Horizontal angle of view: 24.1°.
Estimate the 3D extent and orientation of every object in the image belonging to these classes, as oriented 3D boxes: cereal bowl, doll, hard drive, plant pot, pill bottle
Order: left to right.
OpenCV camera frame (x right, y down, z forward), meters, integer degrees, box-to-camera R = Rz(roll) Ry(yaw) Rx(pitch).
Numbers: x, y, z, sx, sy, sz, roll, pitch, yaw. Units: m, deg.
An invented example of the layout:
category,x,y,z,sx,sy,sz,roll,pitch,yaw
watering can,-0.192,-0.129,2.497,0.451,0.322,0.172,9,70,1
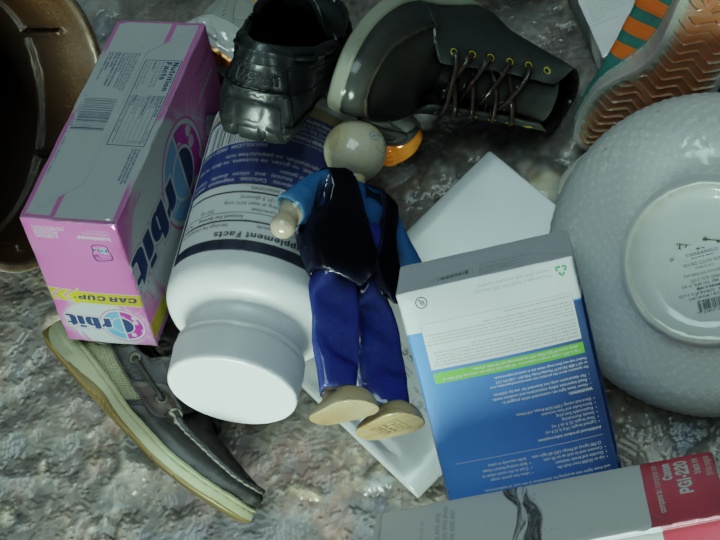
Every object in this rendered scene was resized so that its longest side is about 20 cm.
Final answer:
category,x,y,z,sx,sy,sz,roll,pitch,yaw
plant pot,-0.310,-0.109,1.163,0.198,0.200,0.200,7,68,23
pill bottle,-0.061,-0.008,1.080,0.111,0.111,0.200,3,57,14
doll,0.000,0.000,1.022,0.048,0.136,0.200,-25,58,36
hard drive,0.061,0.032,1.098,0.200,0.026,0.132,-44,65,-8
cereal bowl,0.208,-0.008,1.003,0.200,0.083,0.200,1,93,14

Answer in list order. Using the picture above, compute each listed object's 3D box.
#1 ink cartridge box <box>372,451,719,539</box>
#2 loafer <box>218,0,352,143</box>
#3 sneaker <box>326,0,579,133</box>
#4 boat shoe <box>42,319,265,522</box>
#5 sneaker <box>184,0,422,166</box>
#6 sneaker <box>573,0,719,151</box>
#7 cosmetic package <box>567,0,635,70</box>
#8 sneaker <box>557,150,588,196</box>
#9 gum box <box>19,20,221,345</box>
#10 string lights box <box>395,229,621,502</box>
category,x,y,z,sx,sy,sz,roll,pitch,yaw
ink cartridge box,0.116,0.197,0.942,0.200,0.085,0.146,-12,109,6
loafer,-0.040,-0.144,1.061,0.068,0.070,0.201,13,27,5
sneaker,0.066,-0.127,1.089,0.106,0.200,0.075,31,121,20
boat shoe,-0.127,0.082,1.093,0.200,0.073,0.065,40,85,25
sneaker,-0.030,-0.149,1.176,0.200,0.076,0.092,32,72,22
sneaker,0.201,-0.150,1.074,0.071,0.200,0.080,22,50,-12
cosmetic package,0.245,-0.201,1.146,0.200,0.051,0.083,-20,68,3
sneaker,0.228,-0.049,1.071,0.200,0.075,0.085,-12,69,11
gum box,-0.145,-0.064,1.110,0.066,0.114,0.200,5,49,15
string lights box,0.094,0.088,0.984,0.103,0.059,0.200,-12,106,7
